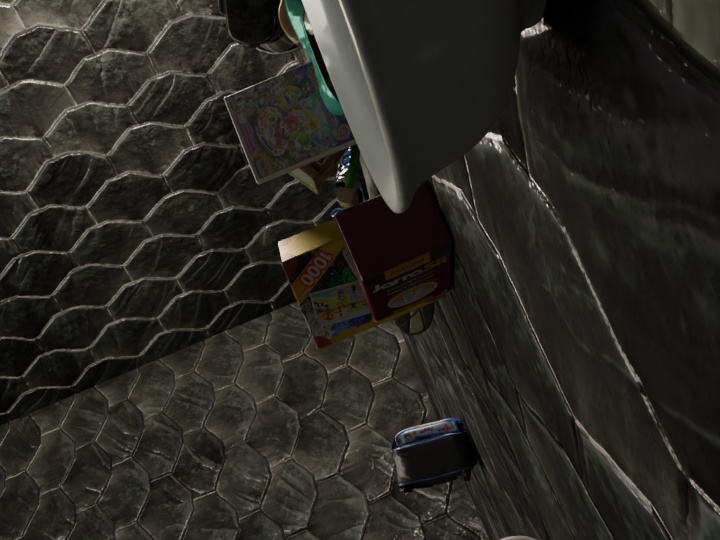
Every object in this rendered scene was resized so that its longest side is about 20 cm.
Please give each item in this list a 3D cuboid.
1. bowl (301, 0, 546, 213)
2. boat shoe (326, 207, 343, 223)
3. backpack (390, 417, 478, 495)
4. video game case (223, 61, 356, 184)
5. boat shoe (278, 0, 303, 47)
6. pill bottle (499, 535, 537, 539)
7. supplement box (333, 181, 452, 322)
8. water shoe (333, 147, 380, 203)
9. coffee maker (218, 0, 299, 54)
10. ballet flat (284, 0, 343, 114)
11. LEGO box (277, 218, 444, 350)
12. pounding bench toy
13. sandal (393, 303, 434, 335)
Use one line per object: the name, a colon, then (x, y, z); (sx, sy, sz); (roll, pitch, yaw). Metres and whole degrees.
bowl: (0.019, -0.134, 0.373); (0.201, 0.089, 0.204); (158, 90, -90)
boat shoe: (0.021, -0.025, 1.421); (0.199, 0.069, 0.084); (33, 174, 35)
backpack: (0.168, 0.402, 1.940); (0.200, 0.180, 0.137); (27, -133, -73)
video game case: (-0.096, -0.239, 1.378); (0.018, 0.198, 0.145); (-177, 64, -89)
boat shoe: (-0.099, -0.429, 1.447); (0.065, 0.071, 0.202); (61, -171, -52)
pill bottle: (0.226, 0.457, 1.184); (0.114, 0.112, 0.202); (-113, 2, -51)
supplement box: (0.044, -0.018, 1.036); (0.200, 0.109, 0.087); (70, 177, -72)
water shoe: (-0.021, -0.198, 1.735); (0.072, 0.078, 0.201); (69, 179, -51)
coffee maker: (-0.183, -0.496, 1.605); (0.194, 0.133, 0.200); (64, -168, -3)
ballet flat: (-0.045, -0.320, 1.245); (0.070, 0.067, 0.202); (4, 119, 62)
LEGO box: (0.000, 0.000, 1.258); (0.077, 0.198, 0.150); (-113, 1, -64)
pounding bench toy: (-0.049, -0.214, 1.455); (0.199, 0.157, 0.124); (36, 175, 6)
sandal: (0.075, 0.006, 1.470); (0.057, 0.079, 0.204); (-12, -96, -68)
